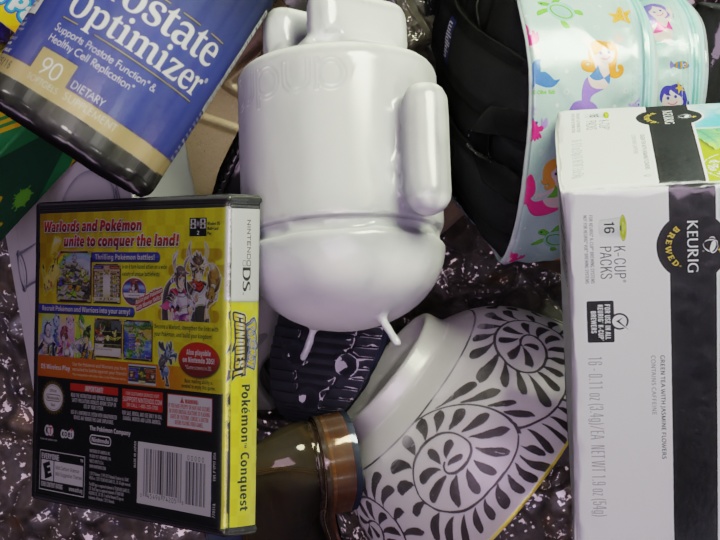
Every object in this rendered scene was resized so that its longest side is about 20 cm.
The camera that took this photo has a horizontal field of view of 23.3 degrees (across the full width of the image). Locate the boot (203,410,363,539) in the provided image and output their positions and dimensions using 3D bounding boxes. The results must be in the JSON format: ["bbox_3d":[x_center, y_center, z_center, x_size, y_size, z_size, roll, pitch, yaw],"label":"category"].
[{"bbox_3d":[-0.059,0.151,1.061,0.097,0.200,0.075,-9,56,-14],"label":"boot"}]

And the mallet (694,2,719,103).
[{"bbox_3d":[0.150,-0.164,1.101,0.200,0.041,0.066,23,101,6],"label":"mallet"}]

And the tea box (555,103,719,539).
[{"bbox_3d":[0.199,0.028,0.867,0.197,0.134,0.200,-3,111,6],"label":"tea box"}]

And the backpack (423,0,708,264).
[{"bbox_3d":[0.116,-0.095,1.006,0.150,0.200,0.178,2,112,-5],"label":"backpack"}]

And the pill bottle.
[{"bbox_3d":[-0.112,-0.151,0.968,0.112,0.112,0.200,32,87,1],"label":"pill bottle"}]

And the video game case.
[{"bbox_3d":[-0.126,0.049,0.995,0.200,0.025,0.181,1,90,49],"label":"video game case"}]

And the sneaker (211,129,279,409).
[{"bbox_3d":[-0.062,-0.003,1.098,0.088,0.074,0.200,14,112,-3],"label":"sneaker"}]

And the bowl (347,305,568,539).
[{"bbox_3d":[0.049,0.088,1.055,0.094,0.201,0.201,39,100,-7],"label":"bowl"}]

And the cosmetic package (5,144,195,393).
[{"bbox_3d":[-0.152,0.033,1.086,0.151,0.052,0.200,-24,75,48],"label":"cosmetic package"}]

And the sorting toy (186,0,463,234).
[{"bbox_3d":[-0.048,-0.067,1.137,0.185,0.036,0.200,-41,97,9],"label":"sorting toy"}]

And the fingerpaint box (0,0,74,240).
[{"bbox_3d":[-0.254,-0.135,1.071,0.200,0.073,0.167,38,80,21],"label":"fingerpaint box"}]

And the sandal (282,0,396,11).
[{"bbox_3d":[-0.057,-0.211,1.039,0.200,0.045,0.075,45,102,0],"label":"sandal"}]

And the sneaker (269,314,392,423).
[{"bbox_3d":[0.000,0.000,1.070,0.070,0.082,0.200,17,89,13],"label":"sneaker"}]

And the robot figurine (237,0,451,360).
[{"bbox_3d":[-0.011,-0.052,0.976,0.113,0.170,0.200,4,77,-37],"label":"robot figurine"}]
